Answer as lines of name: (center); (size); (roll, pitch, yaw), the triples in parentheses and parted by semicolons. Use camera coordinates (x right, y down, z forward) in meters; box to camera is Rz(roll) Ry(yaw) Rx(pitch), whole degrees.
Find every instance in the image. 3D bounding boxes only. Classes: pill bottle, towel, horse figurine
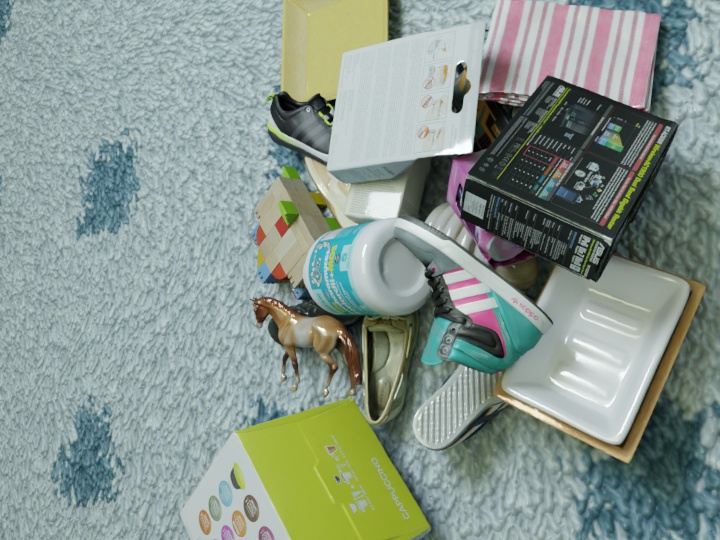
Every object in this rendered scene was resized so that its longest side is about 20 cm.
pill bottle: (0.000, 0.000, 0.863); (0.199, 0.109, 0.113); (-7, 77, 61)
towel: (0.242, -0.252, 0.812); (0.196, 0.030, 0.149); (12, 70, 12)
horse figurine: (-0.067, 0.107, 0.975); (0.197, 0.050, 0.135); (5, 104, 38)

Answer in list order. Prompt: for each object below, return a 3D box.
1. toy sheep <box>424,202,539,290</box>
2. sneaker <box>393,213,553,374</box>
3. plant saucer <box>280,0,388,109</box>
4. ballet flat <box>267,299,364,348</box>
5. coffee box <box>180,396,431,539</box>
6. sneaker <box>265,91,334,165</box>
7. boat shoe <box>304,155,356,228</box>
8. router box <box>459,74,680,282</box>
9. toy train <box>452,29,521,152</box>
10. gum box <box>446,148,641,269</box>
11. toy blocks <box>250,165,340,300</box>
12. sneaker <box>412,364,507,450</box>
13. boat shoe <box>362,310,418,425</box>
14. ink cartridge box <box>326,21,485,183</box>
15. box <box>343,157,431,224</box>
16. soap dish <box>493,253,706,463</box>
toy sheep: (0.132, -0.021, 0.855); (0.198, 0.137, 0.140); (20, 94, 41)
sneaker: (0.092, 0.041, 0.747); (0.199, 0.084, 0.121); (38, 90, 10)
plant saucer: (-0.031, -0.349, 1.063); (0.197, 0.048, 0.204); (-5, 79, 33)
ballet flat: (-0.059, 0.070, 1.025); (0.198, 0.057, 0.067); (-19, 100, 35)
coffee box: (-0.072, 0.312, 0.868); (0.201, 0.198, 0.199); (55, 128, 26)
sneaker: (-0.059, -0.212, 1.015); (0.197, 0.072, 0.084); (19, 126, 21)
boat shoe: (-0.018, -0.110, 1.009); (0.069, 0.074, 0.201); (-32, 56, 0)
router box: (0.211, -0.100, 0.701); (0.148, 0.063, 0.200); (27, 55, 21)
toy train: (0.177, -0.209, 0.885); (0.114, 0.084, 0.202); (-42, 62, 32)
gum box: (0.200, -0.087, 0.775); (0.197, 0.067, 0.114); (-18, 53, -15)
toy blocks: (-0.109, -0.036, 1.050); (0.137, 0.099, 0.202); (-48, 60, 31)
sneaker: (0.147, 0.144, 0.854); (0.199, 0.080, 0.079); (-36, 71, -3)
boat shoe: (0.034, 0.101, 0.927); (0.072, 0.063, 0.205); (8, 88, 13)
ink cartridge box: (0.057, -0.194, 0.824); (0.197, 0.047, 0.163); (-1, 75, 34)
box: (0.046, -0.153, 0.895); (0.081, 0.068, 0.204); (12, 82, 27)
soap dish: (0.258, 0.083, 0.756); (0.156, 0.081, 0.202); (23, 79, 34)
